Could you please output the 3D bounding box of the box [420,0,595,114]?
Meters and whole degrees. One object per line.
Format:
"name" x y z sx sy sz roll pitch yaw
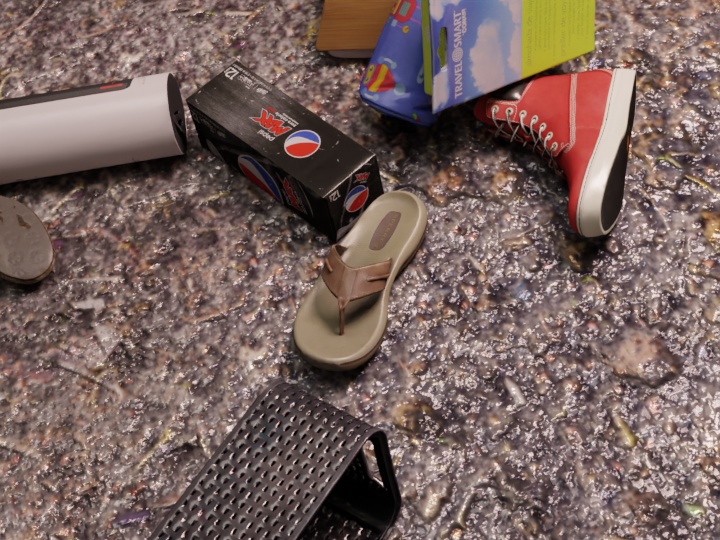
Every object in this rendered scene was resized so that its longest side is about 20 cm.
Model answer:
"box" 0.126 -0.229 1.245 0.199 0.123 0.048 -25 36 -29

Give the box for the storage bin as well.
"storage bin" -0.066 0.197 0.996 0.093 0.136 0.200 22 59 26

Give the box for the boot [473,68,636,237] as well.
"boot" 0.165 -0.108 1.241 0.143 0.073 0.201 4 45 14

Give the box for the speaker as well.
"speaker" -0.268 -0.135 1.340 0.198 0.081 0.082 -8 51 5

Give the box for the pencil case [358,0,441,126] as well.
"pencil case" 0.071 -0.226 1.287 0.078 0.086 0.201 36 103 57

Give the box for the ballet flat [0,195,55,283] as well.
"ballet flat" -0.355 -0.044 1.312 0.199 0.046 0.067 32 64 25

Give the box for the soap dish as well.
"soap dish" 0.058 -0.291 1.398 0.198 0.081 0.158 0 52 12

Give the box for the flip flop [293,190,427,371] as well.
"flip flop" 0.000 0.000 1.192 0.081 0.058 0.201 16 56 22

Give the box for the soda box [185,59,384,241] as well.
"soda box" -0.071 -0.112 1.292 0.071 0.064 0.200 -40 55 -20
